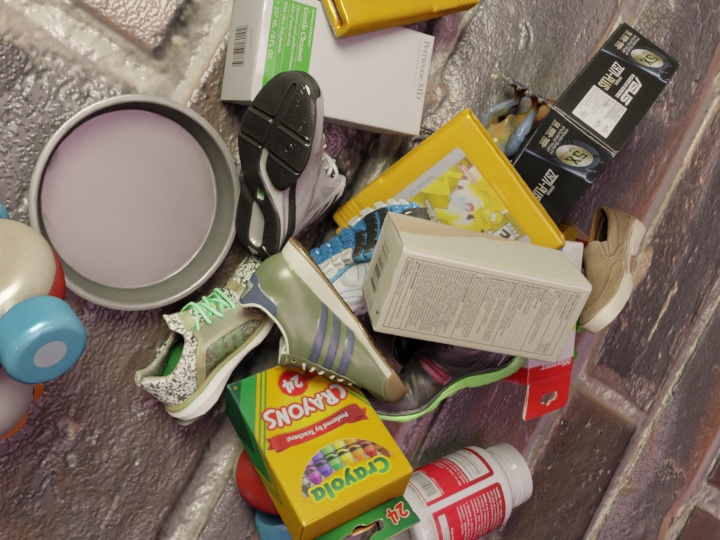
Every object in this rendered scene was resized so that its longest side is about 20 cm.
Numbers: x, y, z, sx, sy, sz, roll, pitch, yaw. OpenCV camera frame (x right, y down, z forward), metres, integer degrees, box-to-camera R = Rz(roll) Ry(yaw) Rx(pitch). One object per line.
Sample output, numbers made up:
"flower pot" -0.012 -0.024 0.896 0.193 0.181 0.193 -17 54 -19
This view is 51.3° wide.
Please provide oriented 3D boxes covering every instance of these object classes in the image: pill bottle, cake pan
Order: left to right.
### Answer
"cake pan" -0.211 -0.064 0.709 0.198 0.037 0.204 -11 110 -31
"pill bottle" 0.128 0.304 0.996 0.197 0.112 0.114 -15 112 -29

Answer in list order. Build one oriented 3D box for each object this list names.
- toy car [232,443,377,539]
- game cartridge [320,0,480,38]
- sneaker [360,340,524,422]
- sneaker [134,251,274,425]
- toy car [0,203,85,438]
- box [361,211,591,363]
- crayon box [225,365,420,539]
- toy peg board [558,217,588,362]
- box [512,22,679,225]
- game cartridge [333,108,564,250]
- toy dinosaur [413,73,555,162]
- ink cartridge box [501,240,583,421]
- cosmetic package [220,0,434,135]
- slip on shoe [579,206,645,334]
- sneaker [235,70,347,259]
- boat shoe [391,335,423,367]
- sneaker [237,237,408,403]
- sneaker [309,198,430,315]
"toy car" -0.029 0.229 0.817 0.175 0.199 0.187 -18 114 -27
"game cartridge" 0.024 -0.331 0.736 0.198 0.032 0.179 -25 94 -34
"sneaker" 0.081 0.099 0.822 0.198 0.077 0.085 -25 108 -4
"sneaker" -0.152 0.056 0.751 0.088 0.076 0.202 38 81 -48
"toy car" -0.313 0.071 0.623 0.176 0.184 0.201 -33 149 -22
"box" 0.110 0.018 0.729 0.197 0.078 0.096 12 116 -17
"crayon box" -0.037 0.180 0.742 0.125 0.201 0.051 -18 143 -28
"toy peg board" 0.242 0.015 0.995 0.198 0.097 0.202 32 85 -36
"box" 0.263 -0.163 0.881 0.086 0.164 0.200 38 56 7
"game cartridge" 0.090 -0.044 0.813 0.199 0.033 0.177 -36 101 24
"toy dinosaur" 0.164 -0.134 0.911 0.198 0.105 0.183 7 119 -45
"ink cartridge box" 0.204 0.065 0.894 0.115 0.067 0.204 -3 99 -48
"cosmetic package" -0.031 -0.205 0.758 0.197 0.084 0.110 3 99 -33
"slip on shoe" 0.296 -0.007 0.917 0.060 0.076 0.201 36 53 -3
"sneaker" -0.058 -0.114 0.726 0.115 0.075 0.202 -40 159 -44
"boat shoe" 0.098 0.028 0.918 0.074 0.062 0.202 31 88 -9
"sneaker" -0.042 0.071 0.748 0.089 0.067 0.201 -37 107 -1
"sneaker" 0.000 0.000 0.803 0.198 0.076 0.087 -31 122 24
